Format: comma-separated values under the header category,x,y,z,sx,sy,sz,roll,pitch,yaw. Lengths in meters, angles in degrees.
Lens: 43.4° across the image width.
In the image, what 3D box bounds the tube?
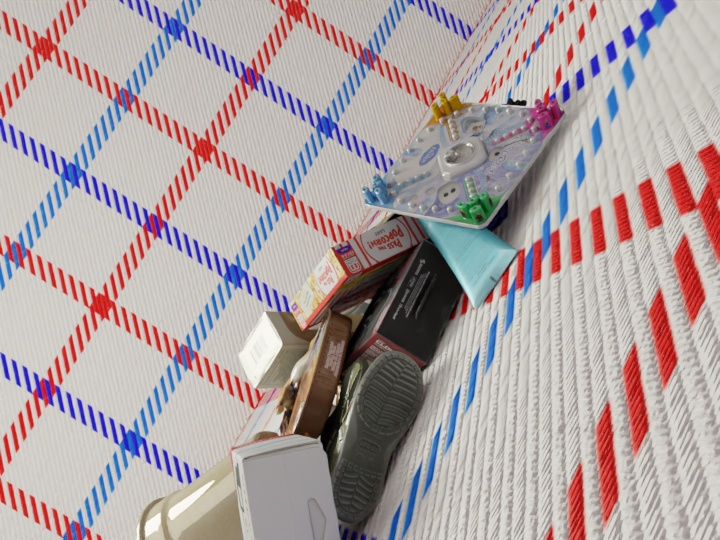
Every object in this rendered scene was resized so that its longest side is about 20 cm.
category,x,y,z,sx,sy,sz,roll,pitch,yaw
tube,0.120,-0.033,1.059,0.078,0.050,0.200,-61,25,17

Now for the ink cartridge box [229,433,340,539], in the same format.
category,x,y,z,sx,sy,sz,roll,pitch,yaw
ink cartridge box,-0.080,0.250,0.936,0.200,0.082,0.147,141,119,-76

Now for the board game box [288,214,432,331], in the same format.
category,x,y,z,sx,sy,sz,roll,pitch,yaw
board game box,0.000,0.000,1.212,0.151,0.047,0.200,-25,-12,-28

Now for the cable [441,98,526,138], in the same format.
category,x,y,z,sx,sy,sz,roll,pitch,yaw
cable,0.147,-0.166,1.257,0.199,0.051,0.163,-28,-9,-6

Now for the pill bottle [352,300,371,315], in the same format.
category,x,y,z,sx,sy,sz,roll,pitch,yaw
pill bottle,0.013,0.025,1.547,0.114,0.113,0.200,-62,6,-34

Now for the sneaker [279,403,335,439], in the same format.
category,x,y,z,sx,sy,sz,roll,pitch,yaw
sneaker,-0.079,0.224,1.368,0.075,0.099,0.200,-58,6,-11

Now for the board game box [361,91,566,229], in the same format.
category,x,y,z,sx,sy,sz,roll,pitch,yaw
board game box,0.123,-0.144,1.118,0.199,0.026,0.200,15,58,45

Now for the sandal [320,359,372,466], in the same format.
category,x,y,z,sx,sy,sz,roll,pitch,yaw
sandal,-0.007,0.193,1.081,0.080,0.057,0.202,-99,25,-49

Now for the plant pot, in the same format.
category,x,y,z,sx,sy,sz,roll,pitch,yaw
plant pot,-0.141,0.306,1.121,0.184,0.200,0.201,-46,8,13

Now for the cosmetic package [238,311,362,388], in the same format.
category,x,y,z,sx,sy,sz,roll,pitch,yaw
cosmetic package,-0.079,0.125,1.422,0.106,0.199,0.071,-55,50,28

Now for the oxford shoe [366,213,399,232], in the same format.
category,x,y,z,sx,sy,sz,roll,pitch,yaw
oxford shoe,0.096,-0.085,1.464,0.200,0.071,0.075,-38,0,-27

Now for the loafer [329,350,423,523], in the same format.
category,x,y,z,sx,sy,sz,roll,pitch,yaw
loafer,0.005,0.176,0.978,0.201,0.075,0.070,-62,11,-29

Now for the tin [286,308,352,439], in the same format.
category,x,y,z,sx,sy,sz,roll,pitch,yaw
tin,-0.051,0.138,1.153,0.112,0.041,0.201,110,176,-46

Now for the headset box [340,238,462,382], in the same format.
category,x,y,z,sx,sy,sz,roll,pitch,yaw
headset box,0.053,0.065,1.153,0.150,0.077,0.200,-61,4,-28

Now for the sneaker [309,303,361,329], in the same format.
category,x,y,z,sx,sy,sz,roll,pitch,yaw
sneaker,-0.012,0.033,1.378,0.200,0.071,0.099,-43,-18,-20

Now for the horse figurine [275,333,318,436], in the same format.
category,x,y,z,sx,sy,sz,roll,pitch,yaw
horse figurine,-0.075,0.153,1.301,0.201,0.050,0.133,-62,1,-7

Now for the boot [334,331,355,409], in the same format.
category,x,y,z,sx,sy,sz,roll,pitch,yaw
boot,-0.020,0.171,1.256,0.074,0.075,0.201,-50,11,48

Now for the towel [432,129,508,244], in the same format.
category,x,y,z,sx,sy,sz,roll,pitch,yaw
towel,0.128,-0.071,1.200,0.200,0.049,0.149,131,148,-52
